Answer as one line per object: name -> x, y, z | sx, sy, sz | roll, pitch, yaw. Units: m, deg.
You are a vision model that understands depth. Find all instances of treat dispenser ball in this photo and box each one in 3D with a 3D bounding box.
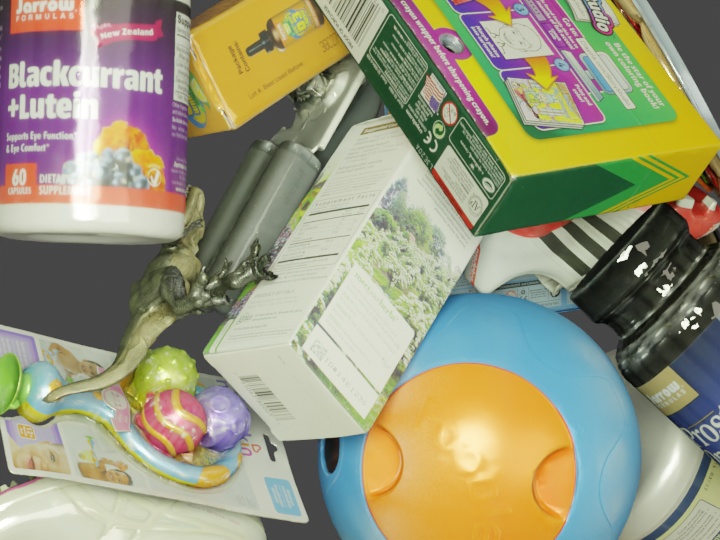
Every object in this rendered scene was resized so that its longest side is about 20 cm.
treat dispenser ball -> 0.073, 0.114, 1.232 | 0.201, 0.201, 0.201 | 1, 88, -37

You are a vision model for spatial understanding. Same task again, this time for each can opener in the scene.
can opener -> -0.041, -0.052, 1.243 | 0.067, 0.053, 0.200 | 41, 68, -36

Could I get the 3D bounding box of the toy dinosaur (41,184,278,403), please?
toy dinosaur -> -0.104, 0.013, 1.136 | 0.048, 0.088, 0.200 | 61, 30, -23

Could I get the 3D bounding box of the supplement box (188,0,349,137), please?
supplement box -> -0.040, -0.158, 1.241 | 0.200, 0.069, 0.067 | -37, 109, -34

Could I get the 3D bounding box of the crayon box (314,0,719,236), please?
crayon box -> 0.094, -0.121, 1.196 | 0.172, 0.058, 0.200 | -9, 55, -37

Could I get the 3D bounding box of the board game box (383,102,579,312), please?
board game box -> 0.092, -0.067, 1.319 | 0.151, 0.037, 0.201 | -7, 102, -23

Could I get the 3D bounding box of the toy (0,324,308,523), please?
toy -> -0.118, 0.078, 1.147 | 0.200, 0.047, 0.115 | 12, 38, -34

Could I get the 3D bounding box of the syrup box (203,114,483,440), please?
syrup box -> 0.000, 0.000, 1.186 | 0.079, 0.081, 0.200 | 50, 53, -27

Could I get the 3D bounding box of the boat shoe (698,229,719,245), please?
boat shoe -> 0.241, 0.022, 1.354 | 0.060, 0.200, 0.074 | -42, 127, 20

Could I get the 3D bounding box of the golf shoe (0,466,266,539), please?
golf shoe -> -0.134, 0.161, 1.137 | 0.200, 0.075, 0.092 | -1, 51, -36

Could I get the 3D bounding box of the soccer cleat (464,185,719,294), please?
soccer cleat -> 0.152, -0.026, 1.301 | 0.200, 0.069, 0.085 | -6, 130, -36

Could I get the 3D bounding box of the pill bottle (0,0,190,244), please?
pill bottle -> -0.153, -0.117, 1.125 | 0.111, 0.111, 0.201 | 3, 87, -37

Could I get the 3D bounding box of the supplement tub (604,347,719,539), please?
supplement tub -> 0.238, 0.151, 1.390 | 0.200, 0.145, 0.145 | 28, 72, -33

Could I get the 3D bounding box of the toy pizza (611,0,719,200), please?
toy pizza -> 0.204, -0.125, 1.351 | 0.032, 0.200, 0.200 | -29, 110, 7

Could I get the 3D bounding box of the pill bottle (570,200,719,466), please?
pill bottle -> 0.231, 0.054, 1.227 | 0.200, 0.112, 0.112 | 42, 62, 1
